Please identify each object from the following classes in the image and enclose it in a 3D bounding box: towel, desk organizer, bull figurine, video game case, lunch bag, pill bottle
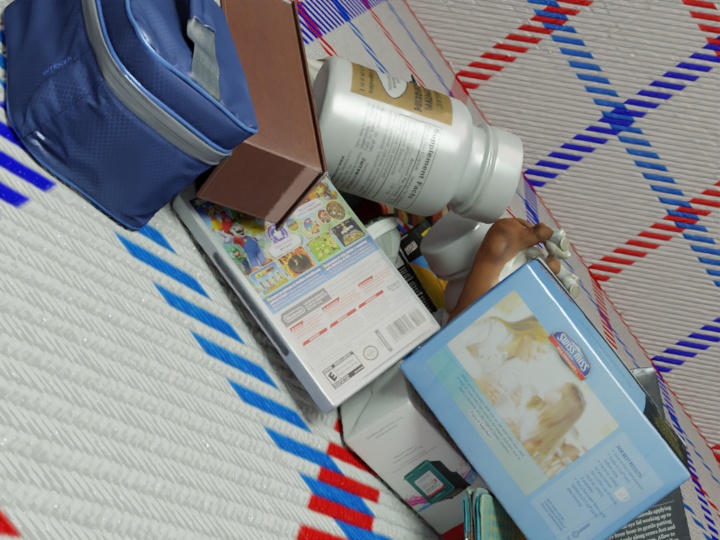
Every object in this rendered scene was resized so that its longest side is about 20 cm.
[{"bbox_3d":[0.121,0.261,0.877,0.200,0.021,0.149,34,56,-58],"label":"towel"},{"bbox_3d":[-0.088,-0.139,0.864,0.076,0.072,0.202,18,44,-32],"label":"desk organizer"},{"bbox_3d":[0.128,0.043,1.014,0.121,0.203,0.065,9,-13,47],"label":"bull figurine"},{"bbox_3d":[-0.039,-0.002,0.869,0.143,0.018,0.201,-31,81,-44],"label":"video game case"},{"bbox_3d":[-0.154,-0.150,0.764,0.136,0.132,0.201,40,23,-45],"label":"lunch bag"},{"bbox_3d":[0.045,-0.115,1.025,0.197,0.115,0.115,17,29,-15],"label":"pill bottle"},{"bbox_3d":[0.153,0.030,1.148,0.201,0.114,0.115,53,16,-18],"label":"pill bottle"}]

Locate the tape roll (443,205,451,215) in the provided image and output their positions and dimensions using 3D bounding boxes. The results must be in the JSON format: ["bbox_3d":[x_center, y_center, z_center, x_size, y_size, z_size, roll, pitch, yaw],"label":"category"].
[{"bbox_3d":[0.123,-0.062,1.411,0.203,0.036,0.206,170,-90,-83],"label":"tape roll"}]

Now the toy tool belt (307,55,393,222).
[{"bbox_3d":[-0.013,-0.134,1.179,0.201,0.124,0.123,58,24,4],"label":"toy tool belt"}]

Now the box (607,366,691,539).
[{"bbox_3d":[0.214,0.198,1.016,0.148,0.103,0.203,150,-71,-72],"label":"box"}]

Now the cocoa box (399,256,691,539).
[{"bbox_3d":[0.148,0.108,0.870,0.201,0.133,0.131,52,13,6],"label":"cocoa box"}]

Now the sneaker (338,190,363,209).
[{"bbox_3d":[-0.058,-0.138,1.101,0.201,0.080,0.074,56,4,4],"label":"sneaker"}]

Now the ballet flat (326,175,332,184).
[{"bbox_3d":[-0.077,-0.095,0.965,0.202,0.074,0.074,64,17,10],"label":"ballet flat"}]

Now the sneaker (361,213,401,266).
[{"bbox_3d":[0.000,0.000,1.021,0.080,0.073,0.200,65,19,-8],"label":"sneaker"}]

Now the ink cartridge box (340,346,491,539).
[{"bbox_3d":[0.064,0.150,0.943,0.200,0.067,0.117,48,18,-30],"label":"ink cartridge box"}]

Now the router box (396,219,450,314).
[{"bbox_3d":[0.080,0.028,1.255,0.150,0.051,0.200,58,16,-2],"label":"router box"}]

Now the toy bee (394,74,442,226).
[{"bbox_3d":[0.038,-0.140,1.398,0.201,0.107,0.132,-100,178,-46],"label":"toy bee"}]

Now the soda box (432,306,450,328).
[{"bbox_3d":[0.115,0.140,1.116,0.201,0.068,0.064,52,16,-14],"label":"soda box"}]
